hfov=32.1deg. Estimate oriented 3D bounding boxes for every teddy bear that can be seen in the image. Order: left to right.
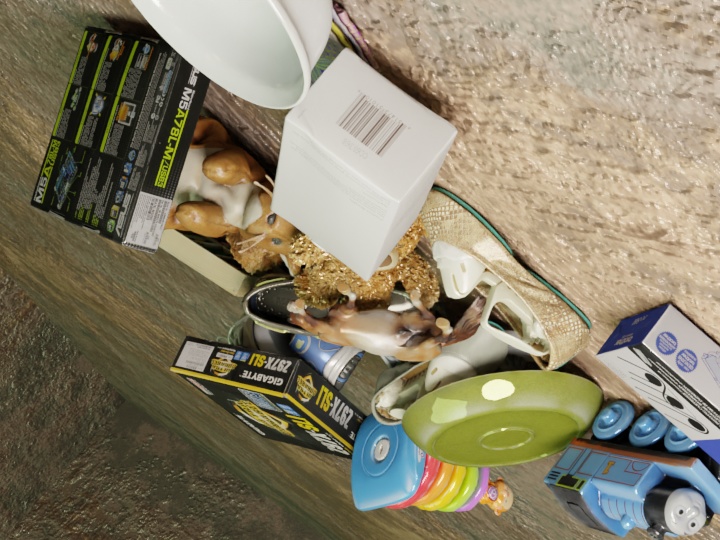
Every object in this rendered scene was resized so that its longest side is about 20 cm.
[{"bbox_3d":[0.000,0.000,1.190,0.145,0.067,0.200,43,143,-13],"label":"teddy bear"}]

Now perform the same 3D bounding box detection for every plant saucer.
[{"bbox_3d":[0.141,0.153,1.224,0.200,0.031,0.200,-4,151,-2],"label":"plant saucer"}]

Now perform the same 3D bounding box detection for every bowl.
[{"bbox_3d":[-0.088,-0.218,0.887,0.201,0.090,0.201,37,162,14],"label":"bowl"}]

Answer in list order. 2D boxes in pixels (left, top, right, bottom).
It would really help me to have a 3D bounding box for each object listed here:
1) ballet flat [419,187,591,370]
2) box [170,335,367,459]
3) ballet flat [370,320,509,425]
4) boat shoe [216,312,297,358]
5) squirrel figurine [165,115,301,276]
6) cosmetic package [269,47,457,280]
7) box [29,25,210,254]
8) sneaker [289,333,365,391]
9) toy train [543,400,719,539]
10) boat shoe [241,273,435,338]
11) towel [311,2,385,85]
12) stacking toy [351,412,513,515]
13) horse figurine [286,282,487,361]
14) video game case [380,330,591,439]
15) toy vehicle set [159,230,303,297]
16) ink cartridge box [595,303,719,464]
[{"bbox_3d":[0.115,0.013,1.085,0.200,0.065,0.071,41,161,-4],"label":"ballet flat"},{"bbox_3d":[-0.090,0.145,1.389,0.160,0.049,0.200,7,156,32],"label":"box"},{"bbox_3d":[0.076,0.110,1.229,0.067,0.064,0.200,33,146,-16],"label":"ballet flat"},{"bbox_3d":[-0.123,0.077,1.449,0.075,0.086,0.202,60,-175,-14],"label":"boat shoe"},{"bbox_3d":[-0.117,-0.070,1.298,0.187,0.142,0.200,20,176,17],"label":"squirrel figurine"},{"bbox_3d":[-0.003,-0.078,1.010,0.113,0.081,0.200,38,163,4],"label":"cosmetic package"},{"bbox_3d":[-0.240,-0.134,1.241,0.048,0.200,0.193,16,-178,-41],"label":"box"},{"bbox_3d":[-0.031,0.068,1.424,0.077,0.076,0.200,32,-169,-3],"label":"sneaker"},{"bbox_3d":[0.261,0.187,1.134,0.087,0.114,0.200,45,162,-18],"label":"toy train"},{"bbox_3d":[-0.024,0.040,1.307,0.202,0.072,0.060,4,-171,10],"label":"boat shoe"},{"bbox_3d":[-0.028,-0.157,1.033,0.144,0.023,0.200,22,155,42],"label":"towel"},{"bbox_3d":[0.097,0.227,1.373,0.200,0.116,0.110,27,146,-31],"label":"stacking toy"},{"bbox_3d":[0.021,0.049,1.153,0.200,0.050,0.133,5,160,6],"label":"horse figurine"},{"bbox_3d":[0.128,0.124,1.300,0.182,0.023,0.200,1,143,30],"label":"video game case"},{"bbox_3d":[-0.135,-0.005,1.467,0.124,0.027,0.200,31,-171,24],"label":"toy vehicle set"},{"bbox_3d":[0.292,0.113,1.005,0.200,0.044,0.094,40,164,-3],"label":"ink cartridge box"}]
